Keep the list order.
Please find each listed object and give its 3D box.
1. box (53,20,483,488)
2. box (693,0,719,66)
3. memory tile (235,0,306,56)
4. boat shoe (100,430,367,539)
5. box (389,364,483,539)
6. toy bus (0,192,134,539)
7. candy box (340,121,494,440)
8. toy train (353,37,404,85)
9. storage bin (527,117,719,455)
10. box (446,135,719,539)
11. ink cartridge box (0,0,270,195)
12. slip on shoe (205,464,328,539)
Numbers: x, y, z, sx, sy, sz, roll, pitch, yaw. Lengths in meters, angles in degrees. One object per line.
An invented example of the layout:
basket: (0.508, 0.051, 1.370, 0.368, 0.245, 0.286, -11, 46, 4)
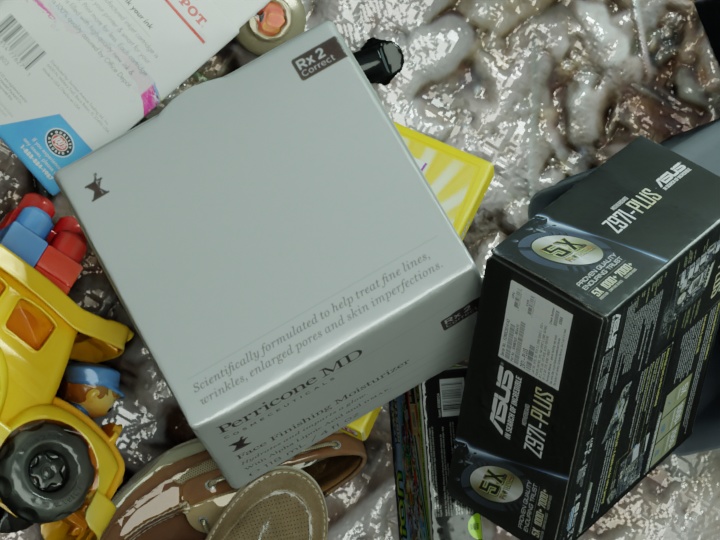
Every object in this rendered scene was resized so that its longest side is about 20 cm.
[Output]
box: (-0.049, -0.009, 1.657, 0.199, 0.131, 0.200, -29, 66, -1)
box: (0.352, -0.127, 1.796, 0.182, 0.104, 0.200, -24, 96, -9)
memory tile: (-0.100, -0.243, 1.749, 0.153, 0.017, 0.201, 7, 90, -11)
boat shoe: (-0.085, 0.146, 1.720, 0.200, 0.076, 0.072, -34, 53, -8)
box: (0.051, 0.160, 1.741, 0.035, 0.110, 0.201, -5, 92, -11)
toy bus: (-0.212, 0.054, 1.689, 0.200, 0.136, 0.192, 38, 68, -12)
candy box: (0.000, 0.000, 1.735, 0.102, 0.026, 0.200, 24, 75, 9)
toy train: (-0.062, -0.105, 1.745, 0.200, 0.046, 0.034, -23, 95, -10)
storage bin: (0.222, 0.001, 1.769, 0.134, 0.145, 0.200, -34, 98, -36)
box: (0.143, 0.046, 1.639, 0.086, 0.200, 0.164, 30, 45, 25)
ink cartridge box: (-0.155, -0.158, 1.695, 0.200, 0.068, 0.115, -41, 99, 5)
slip on shoe: (-0.078, 0.208, 1.649, 0.076, 0.061, 0.200, 36, 73, -7)
